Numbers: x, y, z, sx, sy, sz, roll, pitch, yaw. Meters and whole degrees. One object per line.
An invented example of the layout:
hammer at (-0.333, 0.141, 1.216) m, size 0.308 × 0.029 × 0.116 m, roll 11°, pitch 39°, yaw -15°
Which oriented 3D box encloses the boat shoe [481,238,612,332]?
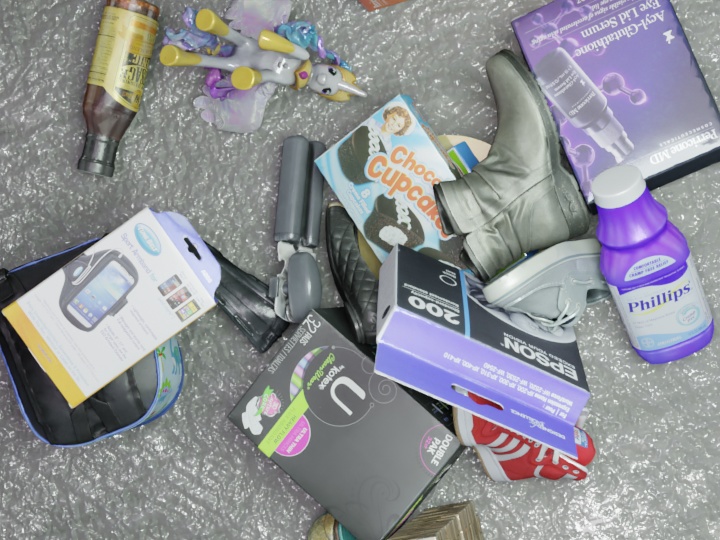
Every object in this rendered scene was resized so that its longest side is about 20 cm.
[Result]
boat shoe at (0.188, 0.018, 1.038) m, size 0.070 × 0.200 × 0.072 m, roll -34°, pitch 77°, yaw 35°

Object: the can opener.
can opener at (-0.055, -0.043, 1.162) m, size 0.067 × 0.053 × 0.202 m, roll -3°, pitch 80°, yaw 45°

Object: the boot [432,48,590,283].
boot at (0.126, -0.099, 1.046) m, size 0.130 × 0.068 × 0.201 m, roll -22°, pitch 89°, yaw -3°

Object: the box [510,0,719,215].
box at (0.253, -0.175, 1.074) m, size 0.147 × 0.104 × 0.201 m, roll -24°, pitch 81°, yaw 12°

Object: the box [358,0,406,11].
box at (0.071, -0.355, 1.105) m, size 0.198 × 0.152 × 0.107 m, roll -13°, pitch 85°, yaw 15°

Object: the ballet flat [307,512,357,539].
ballet flat at (-0.007, 0.350, 1.151) m, size 0.070 × 0.071 × 0.201 m, roll -19°, pitch 84°, yaw 14°

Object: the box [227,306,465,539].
box at (-0.003, 0.155, 1.121) m, size 0.200 × 0.124 × 0.149 m, roll 41°, pitch 100°, yaw 12°

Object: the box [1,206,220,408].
box at (-0.237, 0.029, 1.094) m, size 0.199 × 0.041 × 0.119 m, roll -35°, pitch 94°, yaw -5°

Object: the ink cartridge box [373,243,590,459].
ink cartridge box at (0.110, 0.065, 1.000) m, size 0.197 × 0.200 × 0.044 m, roll 24°, pitch 115°, yaw -8°

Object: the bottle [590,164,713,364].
bottle at (0.269, -0.005, 1.031) m, size 0.083 × 0.065 × 0.201 m, roll -21°, pitch 121°, yaw 11°

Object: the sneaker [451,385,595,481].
sneaker at (0.158, 0.146, 1.042) m, size 0.112 × 0.200 × 0.072 m, roll -4°, pitch 60°, yaw 22°

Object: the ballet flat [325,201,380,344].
ballet flat at (0.000, 0.000, 1.125) m, size 0.056 × 0.067 × 0.201 m, roll -15°, pitch 45°, yaw -5°

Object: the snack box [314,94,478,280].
snack box at (0.055, -0.063, 1.114) m, size 0.116 × 0.037 × 0.201 m, roll -36°, pitch 85°, yaw 20°

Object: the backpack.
backpack at (-0.283, 0.078, 1.187) m, size 0.182 × 0.147 × 0.202 m, roll -18°, pitch 86°, yaw 8°

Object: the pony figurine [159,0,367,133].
pony figurine at (-0.111, -0.218, 1.150) m, size 0.192 × 0.199 × 0.168 m, roll 21°, pitch 100°, yaw 30°

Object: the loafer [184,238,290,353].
loafer at (-0.166, 0.014, 1.199) m, size 0.200 × 0.068 × 0.071 m, roll 35°, pitch 87°, yaw 10°

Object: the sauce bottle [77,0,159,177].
sauce bottle at (-0.276, -0.206, 1.242) m, size 0.066 × 0.066 × 0.202 m, roll 14°, pitch 94°, yaw 15°

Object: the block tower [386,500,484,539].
block tower at (0.073, 0.266, 1.056) m, size 0.057 × 0.200 × 0.054 m, roll -14°, pitch 84°, yaw 14°

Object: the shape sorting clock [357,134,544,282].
shape sorting clock at (0.093, -0.040, 1.145) m, size 0.198 × 0.039 × 0.202 m, roll 3°, pitch 99°, yaw 20°
